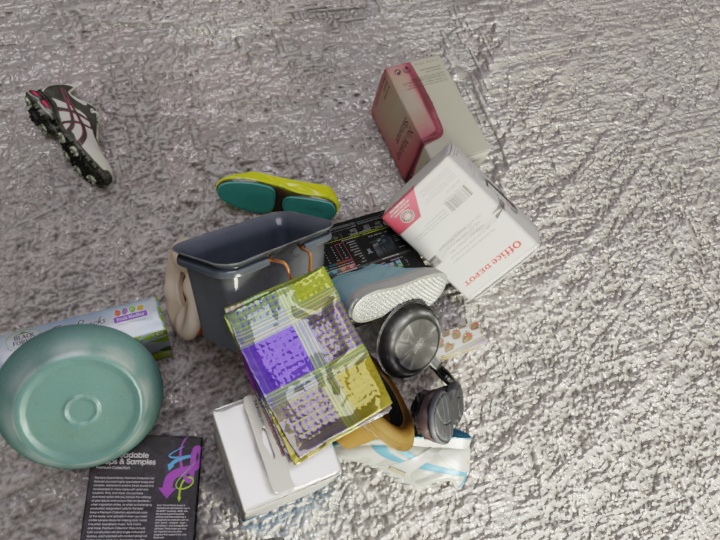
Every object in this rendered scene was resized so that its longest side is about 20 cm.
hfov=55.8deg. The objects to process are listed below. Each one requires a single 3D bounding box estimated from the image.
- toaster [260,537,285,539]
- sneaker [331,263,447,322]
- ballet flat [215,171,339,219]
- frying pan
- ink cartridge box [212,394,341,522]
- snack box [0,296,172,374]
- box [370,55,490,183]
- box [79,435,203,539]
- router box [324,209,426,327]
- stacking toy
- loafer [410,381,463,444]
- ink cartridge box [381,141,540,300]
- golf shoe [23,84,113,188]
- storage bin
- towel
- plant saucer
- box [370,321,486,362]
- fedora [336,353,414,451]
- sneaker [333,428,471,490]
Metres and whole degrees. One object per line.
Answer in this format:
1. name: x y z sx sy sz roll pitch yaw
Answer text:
1. toaster: -0.164 0.434 0.800 0.180 0.119 0.201 -3 84 -15
2. sneaker: 0.042 0.015 0.972 0.200 0.074 0.082 -6 40 -45
3. ballet flat: -0.131 -0.127 1.101 0.199 0.067 0.067 10 45 -10
4. frying pan: 0.085 0.132 0.981 0.115 0.031 0.190 -34 119 -24
5. ink cartridge box: -0.111 0.231 0.870 0.125 0.200 0.129 -18 72 -18
6. snack box: -0.359 0.102 0.906 0.199 0.142 0.053 -15 71 -17
7. box: 0.113 -0.239 1.156 0.109 0.128 0.200 -18 72 -18
8. box: -0.285 0.317 0.890 0.142 0.036 0.201 4 68 -11
9. router box: 0.000 0.000 1.042 0.200 0.062 0.150 -18 71 -35
10. stacking toy: -0.178 0.023 1.005 0.199 0.146 0.147 -2 67 -32
11. loafer: 0.098 0.197 0.943 0.063 0.200 0.072 -7 88 18
12. ink cartridge box: 0.156 -0.074 1.051 0.200 0.146 0.085 43 28 -11
13. golf shoe: -0.437 -0.219 1.065 0.088 0.077 0.200 -35 78 -30
14. storage bin: -0.125 0.016 0.900 0.145 0.135 0.200 15 28 38
15. towel: -0.061 0.108 0.803 0.143 0.023 0.200 -23 82 -14
16. plant saucer: -0.343 0.165 0.837 0.199 0.036 0.201 -7 110 -19
17. box: 0.096 0.126 1.046 0.199 0.041 0.039 -15 71 -18
18. fedora: -0.011 0.172 0.911 0.082 0.201 0.201 -41 78 12
19. sneaker: 0.056 0.265 0.960 0.199 0.077 0.081 3 91 0
